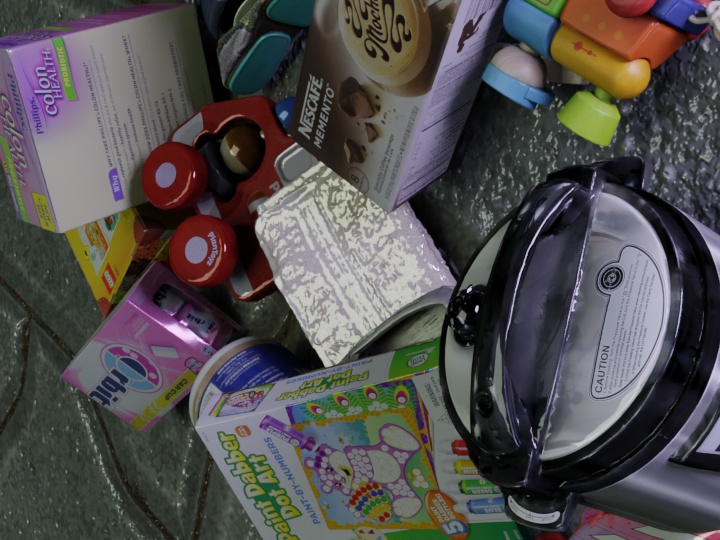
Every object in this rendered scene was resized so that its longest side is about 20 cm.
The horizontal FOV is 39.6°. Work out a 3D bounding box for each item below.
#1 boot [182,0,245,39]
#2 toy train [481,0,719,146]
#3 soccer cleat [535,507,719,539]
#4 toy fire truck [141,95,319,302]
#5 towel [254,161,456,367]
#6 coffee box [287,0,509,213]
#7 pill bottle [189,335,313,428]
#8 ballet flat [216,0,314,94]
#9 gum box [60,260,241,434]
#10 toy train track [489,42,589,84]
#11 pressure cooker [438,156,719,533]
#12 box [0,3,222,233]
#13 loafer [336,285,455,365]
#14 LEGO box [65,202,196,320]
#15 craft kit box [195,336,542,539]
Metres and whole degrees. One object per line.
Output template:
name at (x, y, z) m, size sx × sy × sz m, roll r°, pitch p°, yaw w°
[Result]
boot at (-0.119, -0.323, 0.956) m, size 0.090 × 0.073 × 0.200 m, roll 51°, pitch 138°, yaw 24°
toy train at (0.165, -0.126, 0.617) m, size 0.200 × 0.085 × 0.116 m, roll 44°, pitch 117°, yaw 37°
soccer cleat at (0.187, 0.173, 0.655) m, size 0.200 × 0.067 × 0.076 m, roll -51°, pitch 52°, yaw 42°
toy fire truck at (-0.098, -0.075, 0.938) m, size 0.168 × 0.112 × 0.200 m, roll -32°, pitch 69°, yaw 21°
towel at (0.000, 0.000, 0.822) m, size 0.133 × 0.034 × 0.200 m, roll -36°, pitch 74°, yaw 19°
coffee box at (0.026, -0.156, 0.728) m, size 0.113 × 0.080 × 0.200 m, roll 39°, pitch 140°, yaw 18°
pill bottle at (-0.056, 0.150, 0.891) m, size 0.200 × 0.116 × 0.116 m, roll 33°, pitch 119°, yaw 41°
ballet flat at (-0.074, -0.239, 0.904) m, size 0.200 × 0.072 × 0.072 m, roll -36°, pitch 67°, yaw 44°
gum box at (-0.224, 0.084, 1.072) m, size 0.113 × 0.066 × 0.200 m, roll 38°, pitch 135°, yaw -11°
toy train track at (0.084, -0.161, 0.757) m, size 0.200 × 0.033 × 0.115 m, roll 18°, pitch 108°, yaw 46°
pressure cooker at (0.141, 0.049, 0.557) m, size 0.179 × 0.200 × 0.176 m, roll -46°, pitch 39°, yaw 26°
box at (-0.252, -0.156, 0.989) m, size 0.097 × 0.200 × 0.176 m, roll 16°, pitch 123°, yaw 46°
loafer at (0.008, 0.085, 0.761) m, size 0.200 × 0.070 × 0.070 m, roll -47°, pitch 70°, yaw 15°
LEGO box at (-0.273, -0.067, 1.147) m, size 0.200 × 0.077 × 0.149 m, roll 57°, pitch 133°, yaw 28°
craft kit box at (0.010, 0.158, 0.740) m, size 0.197 × 0.049 × 0.200 m, roll -16°, pitch 115°, yaw 24°
